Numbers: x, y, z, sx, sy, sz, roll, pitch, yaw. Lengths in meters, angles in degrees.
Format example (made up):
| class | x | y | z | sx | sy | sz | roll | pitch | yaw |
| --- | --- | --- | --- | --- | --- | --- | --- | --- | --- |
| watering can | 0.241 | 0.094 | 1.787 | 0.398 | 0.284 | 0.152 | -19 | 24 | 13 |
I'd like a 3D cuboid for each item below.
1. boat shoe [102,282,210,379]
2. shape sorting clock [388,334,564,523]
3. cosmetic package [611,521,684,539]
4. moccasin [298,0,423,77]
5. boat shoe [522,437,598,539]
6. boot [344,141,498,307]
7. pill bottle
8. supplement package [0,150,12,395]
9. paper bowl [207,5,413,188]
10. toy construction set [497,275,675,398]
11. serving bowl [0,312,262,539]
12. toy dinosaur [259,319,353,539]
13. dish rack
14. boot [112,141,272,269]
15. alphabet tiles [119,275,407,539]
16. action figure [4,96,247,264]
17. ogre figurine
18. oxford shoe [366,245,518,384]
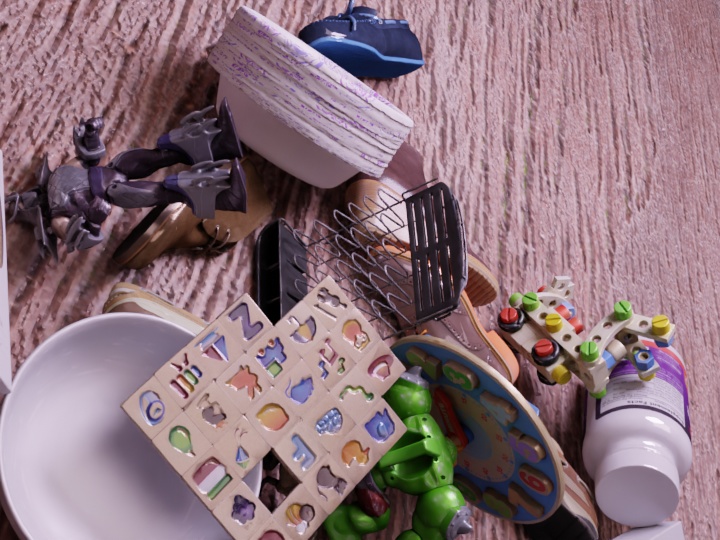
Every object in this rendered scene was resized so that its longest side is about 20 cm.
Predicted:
| class | x | y | z | sx | sy | sz | roll | pitch | yaw |
| --- | --- | --- | --- | --- | --- | --- | --- | --- | --- |
| boat shoe | -0.123 | 0.073 | 0.956 | 0.200 | 0.072 | 0.076 | 43 | 15 | -29 |
| shape sorting clock | 0.091 | 0.141 | 1.017 | 0.039 | 0.200 | 0.200 | -36 | 89 | -27 |
| cosmetic package | 0.251 | 0.338 | 1.103 | 0.199 | 0.051 | 0.152 | -10 | 86 | -47 |
| moccasin | -0.006 | -0.255 | 1.294 | 0.200 | 0.080 | 0.069 | -3 | 78 | -59 |
| boat shoe | 0.162 | 0.193 | 1.146 | 0.200 | 0.075 | 0.074 | 53 | 34 | -13 |
| boot | 0.068 | -0.064 | 1.235 | 0.199 | 0.072 | 0.167 | 30 | 42 | -30 |
| pill bottle | 0.289 | 0.167 | 1.227 | 0.111 | 0.111 | 0.200 | 40 | 33 | -14 |
| supplement package | -0.305 | -0.020 | 0.782 | 0.109 | 0.114 | 0.201 | -10 | 63 | -3 |
| paper bowl | -0.057 | -0.155 | 1.118 | 0.200 | 0.105 | 0.201 | 32 | 10 | -7 |
| toy construction set | 0.225 | 0.060 | 1.240 | 0.131 | 0.200 | 0.092 | -33 | 119 | -11 |
| serving bowl | -0.173 | 0.135 | 0.850 | 0.199 | 0.066 | 0.201 | 13 | 66 | -30 |
| toy dinosaur | -0.060 | 0.135 | 0.930 | 0.088 | 0.047 | 0.201 | 0 | 104 | -44 |
| dish rack | 0.000 | 0.000 | 1.032 | 0.054 | 0.199 | 0.154 | 35 | 40 | -45 |
| boot | -0.139 | -0.043 | 1.028 | 0.076 | 0.073 | 0.200 | 57 | 37 | -10 |
| alphabet tiles | -0.056 | 0.100 | 0.885 | 0.167 | 0.008 | 0.200 | 50 | 58 | -6 |
| action figure | -0.192 | -0.073 | 0.935 | 0.199 | 0.070 | 0.131 | -13 | 57 | -1 |
| ogre figurine | 0.022 | 0.168 | 0.974 | 0.098 | 0.119 | 0.201 | 39 | 34 | -48 |
| oxford shoe | 0.074 | 0.059 | 1.155 | 0.200 | 0.071 | 0.073 | 45 | 48 | -7 |
